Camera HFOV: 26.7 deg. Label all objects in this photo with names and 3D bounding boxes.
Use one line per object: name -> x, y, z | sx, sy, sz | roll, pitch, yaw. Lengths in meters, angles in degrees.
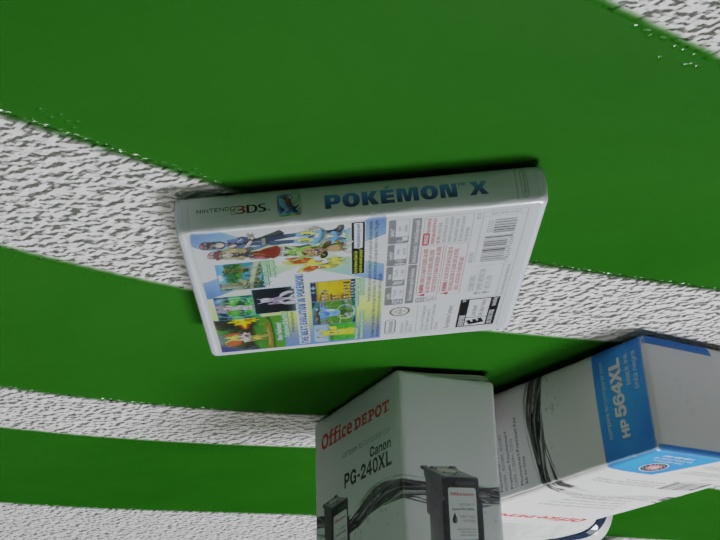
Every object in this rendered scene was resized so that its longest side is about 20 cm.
video game case -> 0.000, 0.000, 0.822 | 0.181, 0.022, 0.200 | -5, 160, -2
ink cartridge box -> 0.179, 0.123, 1.107 | 0.145, 0.085, 0.200 | 11, 154, -40
ink cartridge box -> 0.032, 0.186, 1.072 | 0.083, 0.201, 0.145 | 9, 155, -25
sneaker -> 0.131, 0.224, 1.402 | 0.199, 0.077, 0.080 | -25, 142, 30
